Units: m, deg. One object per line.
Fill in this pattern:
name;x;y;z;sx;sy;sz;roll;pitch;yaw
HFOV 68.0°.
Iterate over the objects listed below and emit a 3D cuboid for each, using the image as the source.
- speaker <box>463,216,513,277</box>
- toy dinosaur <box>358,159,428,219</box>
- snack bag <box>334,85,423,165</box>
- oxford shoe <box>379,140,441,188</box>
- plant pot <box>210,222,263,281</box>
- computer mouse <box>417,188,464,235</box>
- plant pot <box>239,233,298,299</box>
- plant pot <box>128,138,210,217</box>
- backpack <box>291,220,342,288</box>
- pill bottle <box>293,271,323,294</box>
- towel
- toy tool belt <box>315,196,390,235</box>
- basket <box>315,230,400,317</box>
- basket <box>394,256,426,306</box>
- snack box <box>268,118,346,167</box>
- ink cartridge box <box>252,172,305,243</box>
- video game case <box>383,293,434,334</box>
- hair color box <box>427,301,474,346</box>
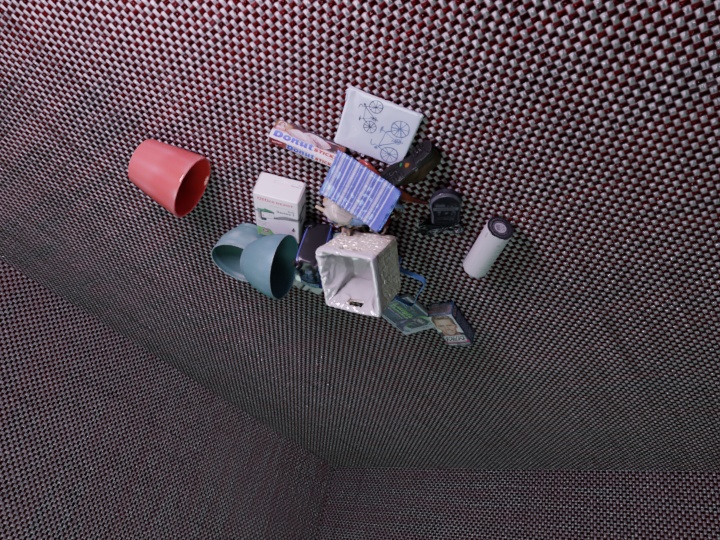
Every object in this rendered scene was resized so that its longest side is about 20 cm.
speaker;0.368;-0.063;1.552;0.080;0.082;0.201;17;145;0
toy dinosaur;0.067;-0.239;1.483;0.198;0.105;0.183;-22;128;-3
snack bag;0.039;-0.357;1.349;0.198;0.022;0.189;20;144;-3
oxford shoe;0.124;-0.247;1.390;0.199;0.073;0.084;-29;141;28
plant pot;-0.389;-0.074;1.823;0.198;0.135;0.201;12;145;9
computer mouse;0.231;-0.172;1.493;0.136;0.053;0.201;2;152;4
plant pot;-0.293;-0.023;1.657;0.133;0.202;0.201;11;145;15
plant pot;-0.570;-0.286;1.584;0.176;0.202;0.201;28;145;2
backpack;-0.129;-0.037;1.719;0.145;0.185;0.200;13;156;2
pill bottle;-0.212;-0.003;1.861;0.198;0.114;0.113;28;144;-16
towel;-0.003;-0.203;1.398;0.199;0.024;0.145;34;130;2
toy tool belt;-0.024;-0.167;1.567;0.198;0.127;0.122;17;168;-27
basket;0.000;0.000;1.577;0.196;0.161;0.202;10;125;30
basket;0.105;0.035;1.743;0.198;0.140;0.177;29;147;6
snack box;-0.139;-0.334;1.413;0.198;0.073;0.024;21;147;-5
ink cartridge box;-0.246;-0.189;1.646;0.144;0.085;0.201;14;146;4
video game case;0.174;0.168;2.003;0.181;0.024;0.200;-21;129;42
hair color box;0.330;0.198;1.942;0.099;0.061;0.200;-10;136;33
